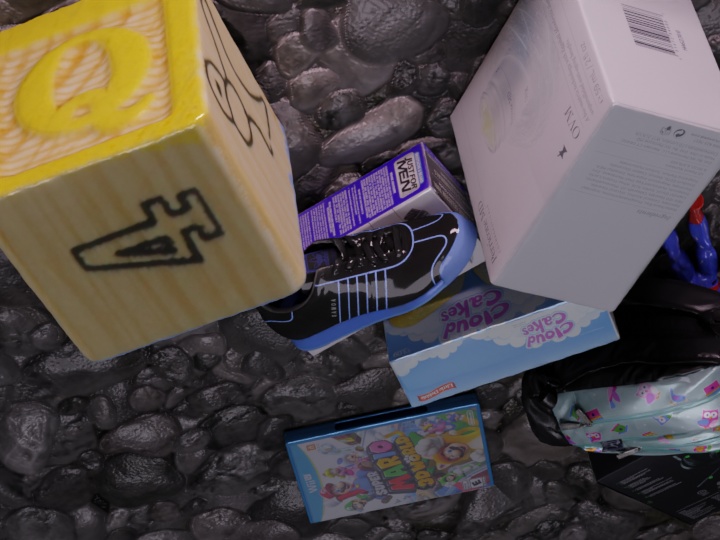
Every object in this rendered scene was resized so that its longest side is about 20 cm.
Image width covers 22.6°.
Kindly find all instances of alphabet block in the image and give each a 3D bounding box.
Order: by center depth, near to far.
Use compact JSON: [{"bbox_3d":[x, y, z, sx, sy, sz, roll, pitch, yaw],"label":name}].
[{"bbox_3d":[-0.172,-0.082,1.397,0.195,0.196,0.201,-21,135,9],"label":"alphabet block"}]

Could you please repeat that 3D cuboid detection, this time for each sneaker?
[{"bbox_3d":[0.000,0.000,1.512,0.199,0.071,0.078,-30,136,20],"label":"sneaker"}]

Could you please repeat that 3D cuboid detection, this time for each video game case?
[{"bbox_3d":[0.032,0.194,1.846,0.198,0.018,0.144,-12,137,2],"label":"video game case"}]

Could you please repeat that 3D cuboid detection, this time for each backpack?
[{"bbox_3d":[0.262,0.092,1.632,0.198,0.167,0.127,-6,128,28],"label":"backpack"}]

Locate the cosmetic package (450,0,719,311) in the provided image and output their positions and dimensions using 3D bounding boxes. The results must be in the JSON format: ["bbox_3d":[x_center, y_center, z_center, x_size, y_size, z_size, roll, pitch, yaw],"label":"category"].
[{"bbox_3d":[0.177,-0.114,1.419,0.122,0.200,0.201,11,133,-21],"label":"cosmetic package"}]

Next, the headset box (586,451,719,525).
[{"bbox_3d":[0.334,0.156,1.778,0.174,0.093,0.199,-33,142,29],"label":"headset box"}]

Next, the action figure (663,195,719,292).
[{"bbox_3d":[0.314,0.002,1.679,0.065,0.052,0.200,-23,138,9],"label":"action figure"}]

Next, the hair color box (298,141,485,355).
[{"bbox_3d":[0.005,-0.017,1.590,0.199,0.065,0.109,-28,133,20],"label":"hair color box"}]

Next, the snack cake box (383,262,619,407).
[{"bbox_3d":[0.121,0.033,1.621,0.198,0.116,0.067,-20,130,10],"label":"snack cake box"}]
